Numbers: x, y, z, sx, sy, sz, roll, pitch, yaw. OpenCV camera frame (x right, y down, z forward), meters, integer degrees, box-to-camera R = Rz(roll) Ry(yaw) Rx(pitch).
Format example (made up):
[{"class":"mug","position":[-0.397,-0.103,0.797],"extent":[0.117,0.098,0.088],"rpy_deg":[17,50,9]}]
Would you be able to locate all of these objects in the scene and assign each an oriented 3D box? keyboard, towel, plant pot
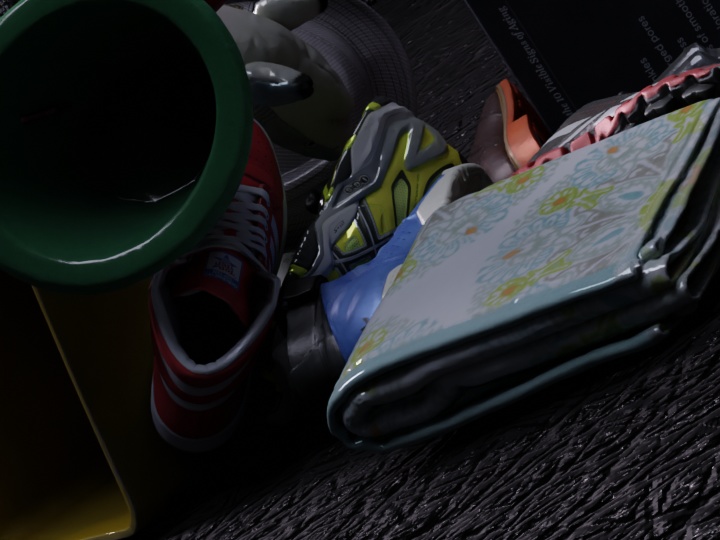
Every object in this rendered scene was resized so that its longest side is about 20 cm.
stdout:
[{"class":"keyboard","position":[-0.186,-0.053,1.671],"extent":[0.104,0.040,0.200],"rpy_deg":[-38,4,-14]},{"class":"towel","position":[0.089,0.001,1.375],"extent":[0.200,0.048,0.171],"rpy_deg":[-21,21,33]},{"class":"plant pot","position":[-0.152,0.040,1.693],"extent":[0.176,0.200,0.200],"rpy_deg":[-26,4,-38]}]

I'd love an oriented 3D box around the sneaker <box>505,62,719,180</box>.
[{"class":"sneaker","position":[0.150,-0.062,1.478],"extent":[0.200,0.071,0.098],"rpy_deg":[-30,12,36]}]

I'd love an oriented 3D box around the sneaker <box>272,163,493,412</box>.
[{"class":"sneaker","position":[0.013,0.011,1.569],"extent":[0.111,0.077,0.200],"rpy_deg":[-20,20,23]}]

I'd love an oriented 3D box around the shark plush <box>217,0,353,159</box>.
[{"class":"shark plush","position":[-0.102,-0.106,1.684],"extent":[0.199,0.083,0.091],"rpy_deg":[0,46,-9]}]

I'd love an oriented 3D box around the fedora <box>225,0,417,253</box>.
[{"class":"fedora","position":[-0.065,-0.089,1.776],"extent":[0.199,0.177,0.090],"rpy_deg":[6,13,1]}]

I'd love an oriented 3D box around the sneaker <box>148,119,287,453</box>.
[{"class":"sneaker","position":[-0.075,-0.013,1.571],"extent":[0.113,0.071,0.201],"rpy_deg":[103,172,-65]}]

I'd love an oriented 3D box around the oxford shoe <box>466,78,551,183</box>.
[{"class":"oxford shoe","position":[0.083,-0.062,1.741],"extent":[0.072,0.071,0.200],"rpy_deg":[-38,8,9]}]

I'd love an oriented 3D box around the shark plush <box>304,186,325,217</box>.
[{"class":"shark plush","position":[0.039,-0.014,1.769],"extent":[0.083,0.091,0.200],"rpy_deg":[-4,5,23]}]

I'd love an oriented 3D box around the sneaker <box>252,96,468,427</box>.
[{"class":"sneaker","position":[0.000,0.000,1.633],"extent":[0.075,0.076,0.200],"rpy_deg":[123,172,-74]}]

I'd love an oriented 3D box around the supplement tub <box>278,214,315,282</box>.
[{"class":"supplement tub","position":[-0.044,-0.084,1.890],"extent":[0.132,0.200,0.132],"rpy_deg":[-33,9,6]}]

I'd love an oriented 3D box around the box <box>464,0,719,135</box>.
[{"class":"box","position":[0.165,-0.191,1.693],"extent":[0.196,0.200,0.124],"rpy_deg":[-31,8,18]}]

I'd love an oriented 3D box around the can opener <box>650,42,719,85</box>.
[{"class":"can opener","position":[0.193,-0.087,1.561],"extent":[0.200,0.067,0.053],"rpy_deg":[-46,6,13]}]

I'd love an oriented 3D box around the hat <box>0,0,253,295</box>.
[{"class":"hat","position":[-0.109,-0.073,1.590],"extent":[0.200,0.166,0.176],"rpy_deg":[-42,-14,6]}]
